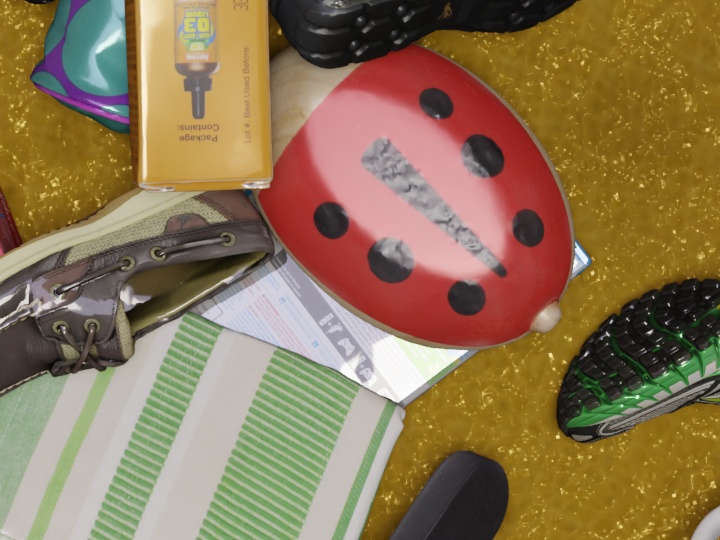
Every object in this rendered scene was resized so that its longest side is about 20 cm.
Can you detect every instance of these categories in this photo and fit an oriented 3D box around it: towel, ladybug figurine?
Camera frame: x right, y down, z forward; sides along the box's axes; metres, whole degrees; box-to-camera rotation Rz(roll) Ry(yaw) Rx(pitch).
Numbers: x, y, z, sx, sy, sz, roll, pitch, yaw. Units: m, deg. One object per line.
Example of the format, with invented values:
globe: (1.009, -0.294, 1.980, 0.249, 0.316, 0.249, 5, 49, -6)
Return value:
towel: (-0.091, 0.098, 0.990, 0.200, 0.023, 0.153, 20, 70, 6)
ladybug figurine: (0.025, -0.041, 0.983, 0.200, 0.072, 0.136, 39, 89, 4)

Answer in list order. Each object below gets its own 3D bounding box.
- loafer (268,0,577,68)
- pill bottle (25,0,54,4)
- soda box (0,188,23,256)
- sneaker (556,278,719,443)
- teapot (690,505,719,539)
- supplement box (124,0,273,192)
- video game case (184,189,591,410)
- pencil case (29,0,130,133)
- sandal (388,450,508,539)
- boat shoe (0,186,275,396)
loafer: (0.043, -0.156, 0.980, 0.200, 0.068, 0.070, -16, 60, -29)
pill bottle: (-0.229, -0.224, 1.003, 0.200, 0.112, 0.112, 24, 89, 3)
soda box: (-0.236, -0.068, 1.016, 0.063, 0.070, 0.200, -24, 86, 1)
sneaker: (0.194, 0.049, 0.987, 0.200, 0.078, 0.085, -20, 115, 13)
teapot: (0.288, 0.121, 0.945, 0.198, 0.200, 0.146, -57, 45, 28)
supplement box: (-0.080, -0.139, 0.935, 0.066, 0.069, 0.201, -2, 94, -13)
video game case: (0.000, 0.000, 1.028, 0.200, 0.018, 0.143, -37, 85, 1)
pencil case: (-0.093, -0.166, 1.007, 0.092, 0.085, 0.200, 24, 89, 15)
sandal: (0.021, 0.179, 0.965, 0.043, 0.076, 0.200, 20, 70, 34)
boat shoe: (-0.133, 0.016, 0.967, 0.200, 0.073, 0.065, -35, 63, -14)
